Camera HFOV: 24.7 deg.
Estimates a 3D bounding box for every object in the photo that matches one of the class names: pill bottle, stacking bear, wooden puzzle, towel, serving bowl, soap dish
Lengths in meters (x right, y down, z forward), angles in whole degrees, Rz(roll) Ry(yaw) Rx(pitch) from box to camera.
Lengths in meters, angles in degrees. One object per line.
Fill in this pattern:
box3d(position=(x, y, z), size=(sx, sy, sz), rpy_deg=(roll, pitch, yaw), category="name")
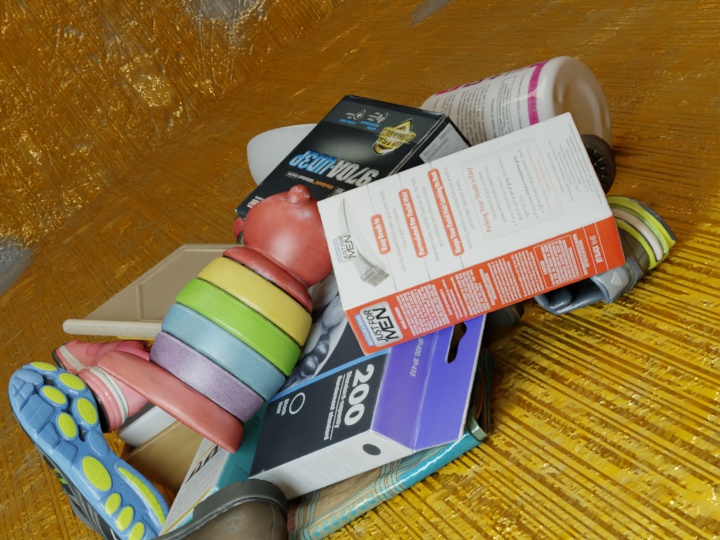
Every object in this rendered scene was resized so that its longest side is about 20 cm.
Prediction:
box3d(position=(0.121, -0.121, 1.519), size=(0.200, 0.113, 0.113), rpy_deg=(-12, 27, 37), category="pill bottle")
box3d(position=(-0.087, 0.029, 1.264), size=(0.114, 0.121, 0.200), rpy_deg=(23, 77, 47), category="stacking bear")
box3d(position=(-0.142, 0.023, 1.492), size=(0.185, 0.037, 0.200), rpy_deg=(1, 24, 37), category="wooden puzzle")
box3d(position=(0.013, 0.137, 1.236), size=(0.200, 0.022, 0.147), rpy_deg=(-33, 15, 17), category="towel")
box3d(position=(-0.025, -0.099, 1.777), size=(0.200, 0.200, 0.066), rpy_deg=(-15, 70, 54), category="serving bowl")
box3d(position=(-0.123, 0.106, 1.512), size=(0.200, 0.081, 0.157), rpy_deg=(-35, 15, 11), category="soap dish")

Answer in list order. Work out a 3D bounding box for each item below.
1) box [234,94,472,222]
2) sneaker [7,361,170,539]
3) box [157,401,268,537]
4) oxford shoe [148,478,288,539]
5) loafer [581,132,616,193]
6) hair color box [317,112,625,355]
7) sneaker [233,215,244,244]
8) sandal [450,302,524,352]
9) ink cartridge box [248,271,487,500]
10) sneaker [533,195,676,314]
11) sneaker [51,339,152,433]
box3d(position=(-0.009, -0.079, 1.461), size=(0.159, 0.046, 0.200), rpy_deg=(-47, 27, -10), category="box")
box3d(position=(-0.240, 0.166, 1.400), size=(0.071, 0.200, 0.083), rpy_deg=(-30, -13, -39), category="sneaker")
box3d(position=(-0.101, 0.161, 1.336), size=(0.082, 0.049, 0.200), rpy_deg=(-45, 11, 25), category="box")
box3d(position=(-0.133, 0.236, 1.183), size=(0.200, 0.073, 0.084), rpy_deg=(-41, 32, 18), category="oxford shoe")
box3d(position=(0.137, -0.055, 1.387), size=(0.200, 0.073, 0.071), rpy_deg=(-24, 6, 31), category="loafer")
box3d(position=(0.078, -0.027, 1.191), size=(0.200, 0.064, 0.111), rpy_deg=(-18, 48, 5), category="hair color box")
box3d(position=(-0.052, -0.020, 1.744), size=(0.200, 0.071, 0.098), rpy_deg=(-5, 63, 31), category="sneaker")
box3d(position=(0.060, 0.036, 1.327), size=(0.200, 0.082, 0.055), rpy_deg=(-11, 47, 56), category="sandal")
box3d(position=(0.011, 0.061, 1.237), size=(0.200, 0.043, 0.198), rpy_deg=(-24, 39, 41), category="ink cartridge box")
box3d(position=(0.143, -0.008, 1.258), size=(0.081, 0.074, 0.200), rpy_deg=(-47, 21, -29), category="sneaker")
box3d(position=(-0.222, 0.097, 1.511), size=(0.087, 0.074, 0.200), rpy_deg=(-27, 16, -16), category="sneaker")
